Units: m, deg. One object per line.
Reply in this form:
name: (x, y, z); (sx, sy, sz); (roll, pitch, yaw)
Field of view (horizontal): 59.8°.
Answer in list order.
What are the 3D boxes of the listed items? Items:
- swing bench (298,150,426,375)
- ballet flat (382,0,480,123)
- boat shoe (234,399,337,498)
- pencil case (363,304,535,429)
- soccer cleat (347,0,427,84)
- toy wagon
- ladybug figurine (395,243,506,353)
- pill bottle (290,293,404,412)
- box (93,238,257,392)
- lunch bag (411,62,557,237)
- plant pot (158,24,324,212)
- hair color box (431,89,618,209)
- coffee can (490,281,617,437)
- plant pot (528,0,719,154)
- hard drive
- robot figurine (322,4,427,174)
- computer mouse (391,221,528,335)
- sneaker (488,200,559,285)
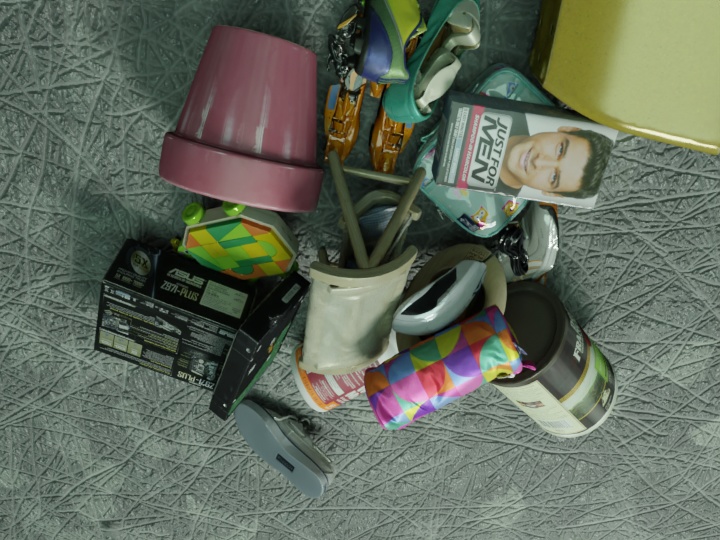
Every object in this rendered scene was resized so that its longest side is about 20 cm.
swing bench: (0.000, 0.000, 0.792); (0.126, 0.204, 0.201); (9, 141, -4)
ballet flat: (0.101, -0.256, 0.731); (0.067, 0.070, 0.203); (35, 84, -48)
boat shoe: (-0.116, 0.276, 1.037); (0.200, 0.086, 0.076); (36, 121, 16)
pencil case: (0.101, 0.118, 0.741); (0.196, 0.089, 0.090); (-26, 114, 10)
soccer cleat: (0.040, -0.304, 0.711); (0.081, 0.065, 0.206); (14, 76, -12)
toy wagon: (-0.182, -0.033, 0.866); (0.195, 0.040, 0.156); (-9, 141, 24)
ladybug figurine: (0.124, 0.057, 0.841); (0.134, 0.072, 0.203); (26, 74, 22)
pill bottle: (0.001, 0.121, 0.936); (0.197, 0.110, 0.111); (-29, 113, 14)
box: (-0.267, 0.070, 0.901); (0.195, 0.087, 0.165); (21, 133, -9)
lunch bag: (0.164, -0.153, 0.816); (0.159, 0.078, 0.201); (36, 111, -16)
plant pot: (-0.130, -0.183, 0.753); (0.194, 0.200, 0.184); (11, 101, -5)
hair color box: (0.190, -0.143, 0.743); (0.194, 0.061, 0.101); (8, 116, -4)
coffee can: (0.259, 0.130, 0.886); (0.145, 0.148, 0.199); (-36, 131, 17)
plant pot: (0.301, -0.265, 0.704); (0.194, 0.197, 0.199); (8, 117, 3)
hard drive: (-0.145, 0.108, 0.885); (0.037, 0.140, 0.202); (33, 134, 6)
robot figurine: (0.019, -0.227, 0.791); (0.141, 0.059, 0.205); (10, 116, -7)
computer mouse: (0.127, 0.025, 0.763); (0.198, 0.044, 0.110); (-36, 153, -2)
sneaker: (0.214, -0.026, 0.850); (0.089, 0.077, 0.202); (5, 144, 7)
